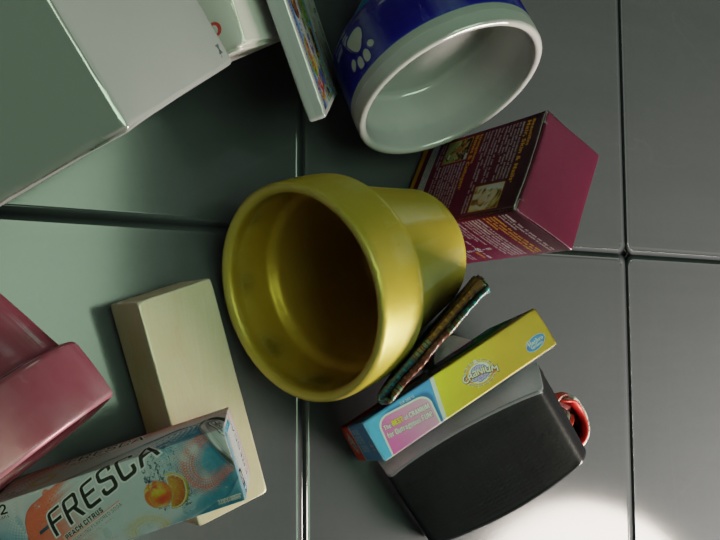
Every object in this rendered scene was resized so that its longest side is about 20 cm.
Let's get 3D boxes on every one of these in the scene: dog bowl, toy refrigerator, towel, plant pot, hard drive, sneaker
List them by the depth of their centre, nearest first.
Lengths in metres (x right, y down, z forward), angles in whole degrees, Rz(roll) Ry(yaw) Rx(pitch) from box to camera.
[{"bbox_3d":[-0.314,0.084,0.673,0.199,0.200,0.180,-39,91,-29],"label":"plant pot"},{"bbox_3d":[-0.156,0.116,0.835,0.075,0.069,0.204,-20,99,-36],"label":"toy refrigerator"},{"bbox_3d":[0.000,0.000,0.883,0.188,0.199,0.204,-21,98,-48],"label":"plant pot"},{"bbox_3d":[0.074,0.065,0.900,0.022,0.200,0.147,40,94,4],"label":"towel"},{"bbox_3d":[0.075,-0.206,0.910,0.197,0.200,0.080,-11,66,-33],"label":"dog bowl"},{"bbox_3d":[0.129,0.199,0.967,0.198,0.042,0.136,-30,107,7],"label":"hard drive"},{"bbox_3d":[0.170,0.134,1.024,0.201,0.107,0.068,41,66,-24],"label":"sneaker"}]

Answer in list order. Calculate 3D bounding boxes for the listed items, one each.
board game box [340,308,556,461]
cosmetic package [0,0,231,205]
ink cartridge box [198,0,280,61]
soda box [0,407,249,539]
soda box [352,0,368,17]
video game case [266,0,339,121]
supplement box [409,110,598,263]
[{"bbox_3d":[0.081,0.116,0.909,0.198,0.153,0.041,-32,85,-14],"label":"board game box"},{"bbox_3d":[-0.231,-0.140,0.679,0.124,0.197,0.200,61,22,-16],"label":"cosmetic package"},{"bbox_3d":[-0.170,-0.271,0.802,0.083,0.144,0.203,-34,107,-61],"label":"ink cartridge box"},{"bbox_3d":[-0.193,0.179,0.753,0.197,0.068,0.065,-19,98,-2],"label":"soda box"},{"bbox_3d":[0.056,-0.276,0.923,0.067,0.200,0.065,-11,66,-33],"label":"soda box"},{"bbox_3d":[-0.055,-0.227,0.863,0.018,0.200,0.145,-17,107,8],"label":"video game case"},{"bbox_3d":[0.138,-0.078,0.963,0.085,0.199,0.112,31,70,-27],"label":"supplement box"}]
